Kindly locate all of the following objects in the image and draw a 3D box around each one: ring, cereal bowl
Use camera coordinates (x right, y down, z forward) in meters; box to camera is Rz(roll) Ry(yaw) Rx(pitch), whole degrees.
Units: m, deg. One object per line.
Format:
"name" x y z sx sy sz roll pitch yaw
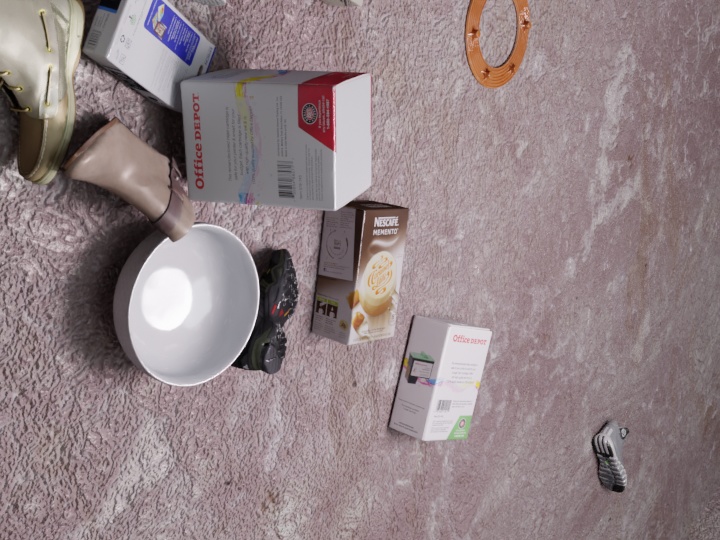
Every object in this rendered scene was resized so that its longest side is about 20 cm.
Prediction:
"ring" 0.245 -0.419 1.700 0.199 0.019 0.205 -19 115 -47
"cereal bowl" -0.224 0.036 1.208 0.198 0.082 0.204 -14 109 -45

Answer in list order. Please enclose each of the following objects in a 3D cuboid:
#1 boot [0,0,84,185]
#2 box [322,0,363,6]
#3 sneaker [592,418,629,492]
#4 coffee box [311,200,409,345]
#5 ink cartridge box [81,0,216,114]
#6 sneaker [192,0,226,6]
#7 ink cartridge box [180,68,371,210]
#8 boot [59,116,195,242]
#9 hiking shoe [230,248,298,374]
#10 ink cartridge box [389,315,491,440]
"boot" -0.362 -0.195 0.980 0.153 0.071 0.204 6 92 -52
"box" -0.070 -0.419 1.270 0.198 0.068 0.084 14 91 -51
"sneaker" 0.639 0.451 2.424 0.116 0.074 0.202 -48 133 -34
"coffee box" 0.000 0.000 1.482 0.113 0.079 0.204 -7 107 -50
"ink cartridge box" -0.235 -0.253 1.115 0.200 0.039 0.101 35 73 -70
"sneaker" -0.220 -0.384 1.103 0.199 0.071 0.117 7 93 -62
"ink cartridge box" -0.099 -0.164 1.188 0.145 0.196 0.148 -44 137 -65
"boot" -0.244 -0.093 1.077 0.147 0.070 0.201 51 16 -16
"hiking shoe" -0.143 0.047 1.321 0.077 0.099 0.202 79 15 -45
"ink cartridge box" 0.142 0.188 1.714 0.144 0.083 0.204 10 94 -52
